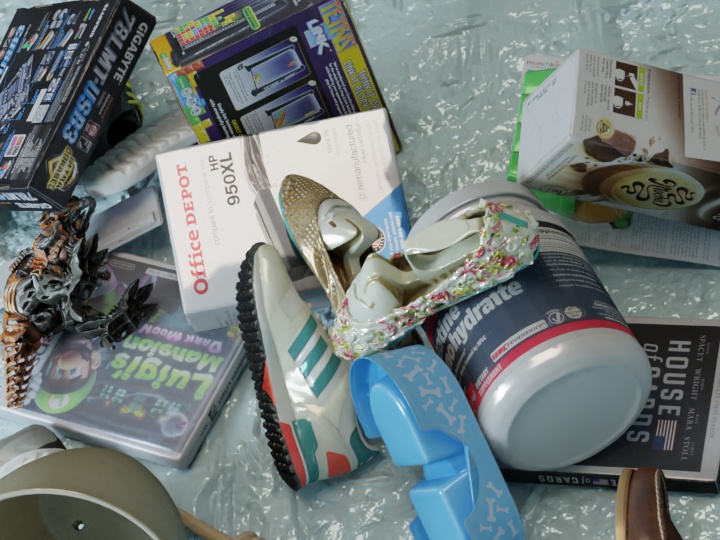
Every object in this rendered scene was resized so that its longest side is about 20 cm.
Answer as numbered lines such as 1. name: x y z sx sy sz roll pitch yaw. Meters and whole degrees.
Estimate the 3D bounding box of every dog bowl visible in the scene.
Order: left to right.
1. dog bowl: 0.060 0.147 1.557 0.050 0.111 0.200 -25 92 -22

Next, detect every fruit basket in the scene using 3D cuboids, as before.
1. fruit basket: 0.224 -0.092 1.747 0.200 0.094 0.185 10 63 1

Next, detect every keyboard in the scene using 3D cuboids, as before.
1. keyboard: -0.269 -0.015 1.874 0.200 0.011 0.056 -27 35 7

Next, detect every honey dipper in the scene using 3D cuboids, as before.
1. honey dipper: -0.136 0.202 1.663 0.200 0.038 0.038 24 65 34

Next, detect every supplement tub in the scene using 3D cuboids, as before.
1. supplement tub: 0.124 0.041 1.598 0.140 0.140 0.200 -26 50 -2

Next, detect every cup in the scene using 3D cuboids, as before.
1. cup: -0.214 0.216 1.599 0.200 0.201 0.143 -10 25 11

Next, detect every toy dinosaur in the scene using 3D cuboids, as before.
1. toy dinosaur: -0.260 0.026 1.797 0.136 0.102 0.200 -3 78 35

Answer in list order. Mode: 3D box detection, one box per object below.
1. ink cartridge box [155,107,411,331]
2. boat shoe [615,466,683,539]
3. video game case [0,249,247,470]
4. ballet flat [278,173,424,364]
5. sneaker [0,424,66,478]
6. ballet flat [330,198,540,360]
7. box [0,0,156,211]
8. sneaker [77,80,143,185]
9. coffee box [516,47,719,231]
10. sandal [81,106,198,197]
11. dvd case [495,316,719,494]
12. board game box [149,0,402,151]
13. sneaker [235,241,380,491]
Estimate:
1. ink cartridge box: -0.061 -0.041 1.743 0.200 0.084 0.145 -11 78 0
2. boat shoe: 0.221 0.234 1.495 0.070 0.070 0.200 -10 59 20
3. video game case: -0.194 0.071 1.792 0.200 0.023 0.182 13 59 27
4. ballet flat: 0.000 0.000 1.647 0.065 0.070 0.200 -38 73 41
5. sneaker: -0.330 0.195 1.720 0.200 0.074 0.079 -27 40 -10
6. ballet flat: 0.042 0.000 1.545 0.200 0.064 0.076 -31 45 27
7. box: -0.290 -0.150 1.884 0.198 0.050 0.200 1 64 54
8. sneaker: -0.238 -0.160 1.963 0.085 0.074 0.200 7 65 17
9. coffee box: 0.238 -0.098 1.635 0.200 0.113 0.080 12 69 -14
10. sandal: -0.169 -0.111 1.907 0.203 0.050 0.082 -31 27 -27
11. dvd case: 0.193 0.102 1.634 0.200 0.025 0.150 1 54 21
12. board game box: -0.070 -0.152 1.806 0.165 0.200 0.057 -27 47 -4
13. sneaker: -0.039 0.071 1.665 0.093 0.070 0.200 -12 88 -15
